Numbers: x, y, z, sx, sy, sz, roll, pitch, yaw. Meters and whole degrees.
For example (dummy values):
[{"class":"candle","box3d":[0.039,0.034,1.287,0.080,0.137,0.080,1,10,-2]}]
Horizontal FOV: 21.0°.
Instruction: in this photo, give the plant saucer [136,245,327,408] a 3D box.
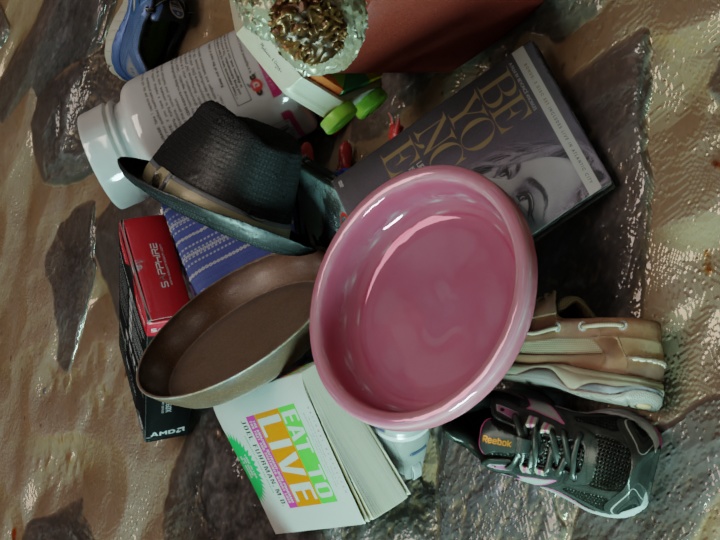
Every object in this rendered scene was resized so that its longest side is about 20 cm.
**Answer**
[{"class":"plant saucer","box3d":[-0.097,0.053,1.641,0.199,0.035,0.201,-27,23,12]}]

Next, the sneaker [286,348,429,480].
[{"class":"sneaker","box3d":[-0.014,0.110,1.630,0.200,0.074,0.083,37,140,48]}]

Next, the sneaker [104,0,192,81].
[{"class":"sneaker","box3d":[-0.204,-0.288,2.009,0.089,0.078,0.202,24,110,47]}]

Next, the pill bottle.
[{"class":"pill bottle","box3d":[-0.150,-0.140,1.772,0.199,0.114,0.114,-24,55,5]}]

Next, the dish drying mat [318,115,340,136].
[{"class":"dish drying mat","box3d":[0.009,-0.220,1.729,0.201,0.018,0.077,-57,43,30]}]

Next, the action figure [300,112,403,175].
[{"class":"action figure","box3d":[0.021,-0.099,1.639,0.200,0.065,0.100,30,120,53]}]

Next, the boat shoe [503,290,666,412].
[{"class":"boat shoe","box3d":[0.149,0.054,1.430,0.199,0.075,0.073,10,87,46]}]

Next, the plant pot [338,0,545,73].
[{"class":"plant pot","box3d":[0.033,-0.266,1.554,0.177,0.198,0.201,-57,47,43]}]

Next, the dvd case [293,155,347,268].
[{"class":"dvd case","box3d":[0.000,0.000,1.640,0.200,0.022,0.147,36,136,52]}]

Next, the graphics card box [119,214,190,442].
[{"class":"graphics card box","box3d":[-0.197,0.058,1.860,0.201,0.050,0.126,100,155,-50]}]

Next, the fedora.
[{"class":"fedora","box3d":[-0.108,-0.087,1.647,0.200,0.200,0.092,33,100,52]}]

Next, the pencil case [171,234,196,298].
[{"class":"pencil case","box3d":[-0.112,0.026,1.791,0.082,0.087,0.201,-33,50,8]}]

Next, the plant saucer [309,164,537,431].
[{"class":"plant saucer","box3d":[0.052,0.024,1.441,0.199,0.051,0.202,-15,64,33]}]

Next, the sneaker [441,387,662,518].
[{"class":"sneaker","box3d":[0.131,0.131,1.417,0.199,0.086,0.081,7,90,54]}]

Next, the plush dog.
[{"class":"plush dog","box3d":[-0.050,-0.225,1.418,0.200,0.159,0.173,-58,-55,-84]}]

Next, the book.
[{"class":"book","box3d":[-0.049,0.149,1.629,0.134,0.048,0.200,62,153,-2]}]

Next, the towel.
[{"class":"towel","box3d":[-0.112,-0.070,1.795,0.144,0.024,0.201,-27,50,2]}]

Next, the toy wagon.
[{"class":"toy wagon","box3d":[-0.038,-0.196,1.630,0.040,0.200,0.156,-40,86,27]}]

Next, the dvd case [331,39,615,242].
[{"class":"dvd case","box3d":[0.084,-0.067,1.507,0.199,0.016,0.149,-34,58,14]}]
